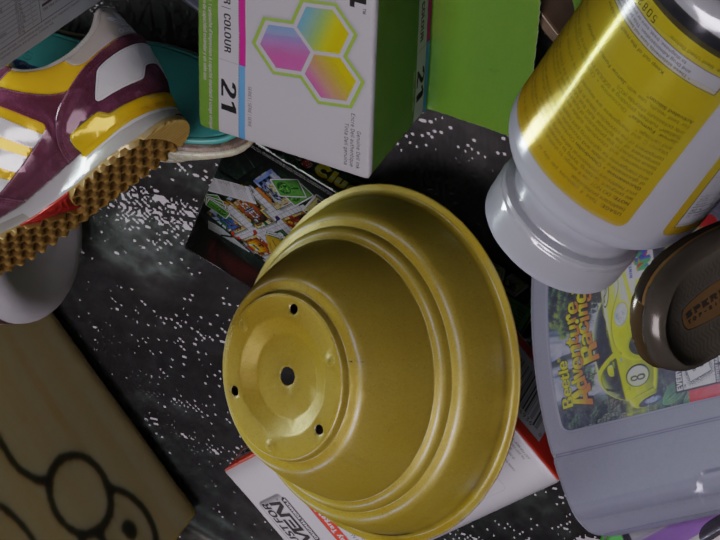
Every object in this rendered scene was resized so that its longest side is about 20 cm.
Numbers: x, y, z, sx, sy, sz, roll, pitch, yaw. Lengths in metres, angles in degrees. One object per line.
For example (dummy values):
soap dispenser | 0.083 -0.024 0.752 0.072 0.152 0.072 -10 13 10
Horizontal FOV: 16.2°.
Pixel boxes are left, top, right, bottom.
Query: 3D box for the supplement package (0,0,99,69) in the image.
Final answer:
supplement package | -0.243 -0.220 1.335 0.151 0.151 0.201 12 124 28

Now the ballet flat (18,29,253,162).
ballet flat | -0.140 -0.100 1.450 0.200 0.068 0.062 19 157 20

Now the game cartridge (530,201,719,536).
game cartridge | 0.151 0.031 1.306 0.133 0.201 0.041 -19 156 39

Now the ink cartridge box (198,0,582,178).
ink cartridge box | 0.021 -0.123 1.293 0.200 0.076 0.148 19 132 20

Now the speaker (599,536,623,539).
speaker | 0.178 0.170 1.443 0.088 0.088 0.200 24 131 11

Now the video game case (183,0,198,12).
video game case | -0.059 -0.190 1.358 0.200 0.019 0.143 36 132 0

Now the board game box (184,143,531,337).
board game box | 0.000 0.000 1.459 0.200 0.023 0.105 32 131 5

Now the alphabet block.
alphabet block | -0.262 0.153 1.599 0.196 0.195 0.200 -21 110 39

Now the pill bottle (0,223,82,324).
pill bottle | -0.276 -0.020 1.537 0.199 0.109 0.109 -2 121 30

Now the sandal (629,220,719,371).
sandal | 0.217 -0.016 1.224 0.055 0.200 0.082 25 142 56

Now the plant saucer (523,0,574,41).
plant saucer | 0.165 -0.169 1.245 0.200 0.029 0.201 15 128 20

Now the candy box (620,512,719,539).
candy box | 0.255 0.167 1.342 0.167 0.072 0.200 -31 117 11

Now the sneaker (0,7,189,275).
sneaker | -0.189 -0.065 1.401 0.200 0.075 0.090 -31 77 18

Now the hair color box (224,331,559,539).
hair color box | 0.026 0.102 1.465 0.200 0.061 0.102 -29 106 40

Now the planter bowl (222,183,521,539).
planter bowl | -0.015 0.054 1.374 0.200 0.083 0.201 4 95 43

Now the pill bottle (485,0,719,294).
pill bottle | 0.141 -0.081 1.225 0.112 0.112 0.200 36 131 1
